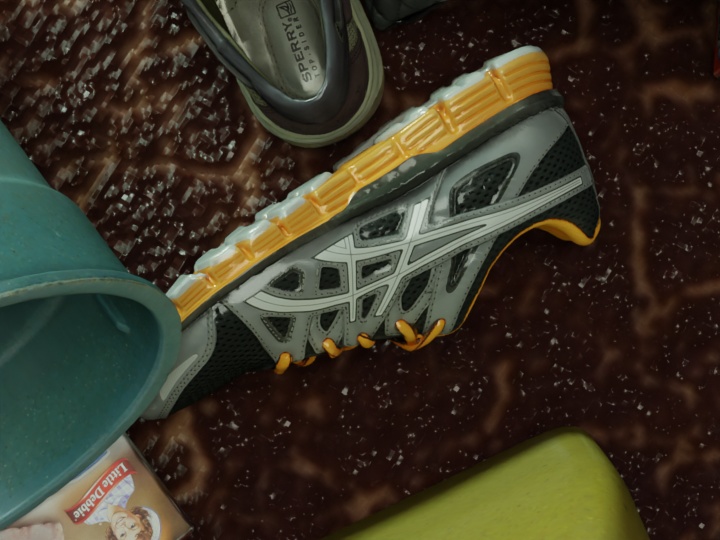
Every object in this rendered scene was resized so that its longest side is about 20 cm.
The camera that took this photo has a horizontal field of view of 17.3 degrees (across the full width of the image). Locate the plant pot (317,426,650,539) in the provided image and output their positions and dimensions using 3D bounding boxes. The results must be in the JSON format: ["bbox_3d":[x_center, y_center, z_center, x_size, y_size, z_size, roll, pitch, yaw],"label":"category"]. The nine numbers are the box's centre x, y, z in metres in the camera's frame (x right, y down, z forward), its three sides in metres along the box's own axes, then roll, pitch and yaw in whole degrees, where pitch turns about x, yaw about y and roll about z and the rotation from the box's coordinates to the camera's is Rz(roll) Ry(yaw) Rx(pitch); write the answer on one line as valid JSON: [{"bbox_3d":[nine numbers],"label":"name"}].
[{"bbox_3d":[0.040,0.177,0.782,0.194,0.200,0.196,-25,88,-3],"label":"plant pot"}]

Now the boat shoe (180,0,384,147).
[{"bbox_3d":[-0.052,-0.140,0.869,0.072,0.065,0.200,-26,86,-1],"label":"boat shoe"}]

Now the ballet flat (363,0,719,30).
[{"bbox_3d":[0.088,-0.112,0.848,0.200,0.066,0.057,7,113,31],"label":"ballet flat"}]

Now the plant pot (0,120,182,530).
[{"bbox_3d":[-0.194,-0.013,0.791,0.200,0.200,0.196,-32,72,-4],"label":"plant pot"}]

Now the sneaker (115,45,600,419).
[{"bbox_3d":[0.000,0.000,0.858,0.200,0.078,0.077,-34,97,-2],"label":"sneaker"}]

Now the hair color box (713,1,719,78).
[{"bbox_3d":[0.194,-0.171,0.880,0.111,0.064,0.200,3,87,-2],"label":"hair color box"}]

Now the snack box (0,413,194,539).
[{"bbox_3d":[-0.161,0.127,0.867,0.200,0.024,0.072,-37,86,-4],"label":"snack box"}]
